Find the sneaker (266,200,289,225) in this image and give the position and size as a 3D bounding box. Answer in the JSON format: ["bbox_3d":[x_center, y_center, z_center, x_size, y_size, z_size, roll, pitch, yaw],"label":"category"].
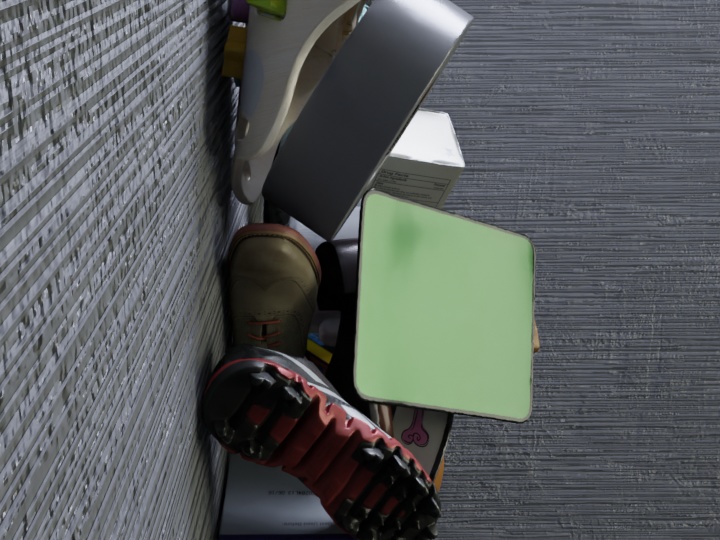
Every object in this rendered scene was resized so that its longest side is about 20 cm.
[{"bbox_3d":[-0.076,-0.028,1.173,0.082,0.073,0.202,-46,-141,49],"label":"sneaker"}]

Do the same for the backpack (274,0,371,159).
[{"bbox_3d":[-0.039,-0.172,1.058,0.167,0.125,0.202,97,-3,-64],"label":"backpack"}]

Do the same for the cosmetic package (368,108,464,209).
[{"bbox_3d":[0.022,-0.075,1.187,0.201,0.102,0.088,119,-30,-42],"label":"cosmetic package"}]

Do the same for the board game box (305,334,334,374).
[{"bbox_3d":[0.026,0.092,1.187,0.199,0.165,0.057,28,-50,41],"label":"board game box"}]

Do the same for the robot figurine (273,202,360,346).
[{"bbox_3d":[0.000,0.000,0.993,0.113,0.198,0.171,91,-2,-55],"label":"robot figurine"}]

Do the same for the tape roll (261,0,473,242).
[{"bbox_3d":[0.005,-0.122,0.835,0.201,0.066,0.200,-57,-178,3],"label":"tape roll"}]

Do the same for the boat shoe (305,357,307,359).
[{"bbox_3d":[-0.061,0.118,1.122,0.075,0.074,0.204,-90,180,-58],"label":"boat shoe"}]

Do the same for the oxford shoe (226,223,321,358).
[{"bbox_3d":[-0.066,0.042,0.836,0.201,0.070,0.075,89,3,-55],"label":"oxford shoe"}]

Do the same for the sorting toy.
[{"bbox_3d":[-0.058,-0.146,0.804,0.200,0.106,0.182,126,-22,-72],"label":"sorting toy"}]

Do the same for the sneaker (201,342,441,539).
[{"bbox_3d":[-0.025,0.115,0.750,0.071,0.200,0.098,-49,-159,5],"label":"sneaker"}]

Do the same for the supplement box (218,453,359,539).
[{"bbox_3d":[-0.049,0.246,0.842,0.104,0.100,0.202,-91,-179,-61],"label":"supplement box"}]

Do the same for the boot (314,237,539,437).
[{"bbox_3d":[0.061,0.065,0.905,0.068,0.198,0.190,-34,-118,51],"label":"boot"}]

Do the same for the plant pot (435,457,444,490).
[{"bbox_3d":[-0.013,0.218,1.283,0.140,0.198,0.202,34,54,-70],"label":"plant pot"}]

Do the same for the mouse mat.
[{"bbox_3d":[0.071,0.032,0.875,0.007,0.199,0.163,-12,-110,50],"label":"mouse mat"}]

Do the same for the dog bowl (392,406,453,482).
[{"bbox_3d":[0.003,0.167,0.963,0.201,0.073,0.200,-61,-170,18],"label":"dog bowl"}]
